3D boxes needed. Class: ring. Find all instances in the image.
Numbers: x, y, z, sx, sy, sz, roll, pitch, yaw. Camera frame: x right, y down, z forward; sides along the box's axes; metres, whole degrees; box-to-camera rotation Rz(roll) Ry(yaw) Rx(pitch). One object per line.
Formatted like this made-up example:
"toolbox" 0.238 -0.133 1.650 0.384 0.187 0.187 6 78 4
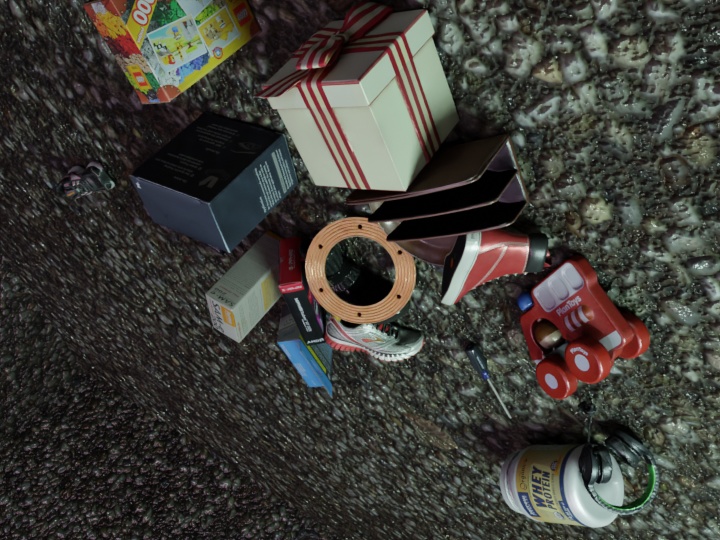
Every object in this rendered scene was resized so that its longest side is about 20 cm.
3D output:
"ring" 0.000 0.000 1.224 0.200 0.019 0.201 4 109 12

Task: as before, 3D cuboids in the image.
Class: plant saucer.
"plant saucer" 0.102 -0.091 1.079 0.200 0.032 0.200 28 146 20

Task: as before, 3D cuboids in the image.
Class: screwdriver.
"screwdriver" 0.247 0.218 1.313 0.028 0.029 0.200 0 126 47

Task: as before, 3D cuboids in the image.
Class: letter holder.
"letter holder" 0.100 -0.093 0.924 0.200 0.142 0.101 -6 118 36

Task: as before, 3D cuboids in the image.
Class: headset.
"headset" 0.425 0.313 1.162 0.200 0.123 0.094 62 177 8

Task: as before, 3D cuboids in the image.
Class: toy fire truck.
"toy fire truck" 0.312 0.085 1.027 0.168 0.112 0.200 60 151 14

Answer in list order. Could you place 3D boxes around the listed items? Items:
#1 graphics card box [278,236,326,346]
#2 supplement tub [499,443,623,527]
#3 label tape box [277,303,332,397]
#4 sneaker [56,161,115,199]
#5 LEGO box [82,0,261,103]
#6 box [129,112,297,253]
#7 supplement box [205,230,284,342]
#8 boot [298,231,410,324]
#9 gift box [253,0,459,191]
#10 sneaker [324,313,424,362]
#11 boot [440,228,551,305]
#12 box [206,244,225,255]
"graphics card box" -0.114 0.044 1.380 0.051 0.126 0.200 -11 137 5
"supplement tub" 0.376 0.404 1.305 0.144 0.144 0.200 47 148 -12
"label tape box" -0.119 0.173 1.499 0.063 0.200 0.144 -24 119 13
"sneaker" -0.690 -0.212 1.720 0.200 0.086 0.080 0 132 46
"LEGO box" -0.257 -0.352 0.967 0.077 0.200 0.149 9 138 41
"box" -0.253 -0.160 1.208 0.196 0.200 0.118 21 144 30
"supplement box" -0.221 0.032 1.417 0.073 0.200 0.126 29 147 18
"boot" -0.016 0.012 1.290 0.211 0.079 0.158 11 139 39
"gift box" -0.011 -0.222 0.889 0.200 0.185 0.187 5 137 35
"sneaker" 0.028 0.123 1.357 0.199 0.078 0.082 9 120 5
"boot" 0.201 0.001 1.031 0.144 0.073 0.200 6 153 -6
"box" -0.349 -0.143 1.454 0.200 0.079 0.141 31 151 14
